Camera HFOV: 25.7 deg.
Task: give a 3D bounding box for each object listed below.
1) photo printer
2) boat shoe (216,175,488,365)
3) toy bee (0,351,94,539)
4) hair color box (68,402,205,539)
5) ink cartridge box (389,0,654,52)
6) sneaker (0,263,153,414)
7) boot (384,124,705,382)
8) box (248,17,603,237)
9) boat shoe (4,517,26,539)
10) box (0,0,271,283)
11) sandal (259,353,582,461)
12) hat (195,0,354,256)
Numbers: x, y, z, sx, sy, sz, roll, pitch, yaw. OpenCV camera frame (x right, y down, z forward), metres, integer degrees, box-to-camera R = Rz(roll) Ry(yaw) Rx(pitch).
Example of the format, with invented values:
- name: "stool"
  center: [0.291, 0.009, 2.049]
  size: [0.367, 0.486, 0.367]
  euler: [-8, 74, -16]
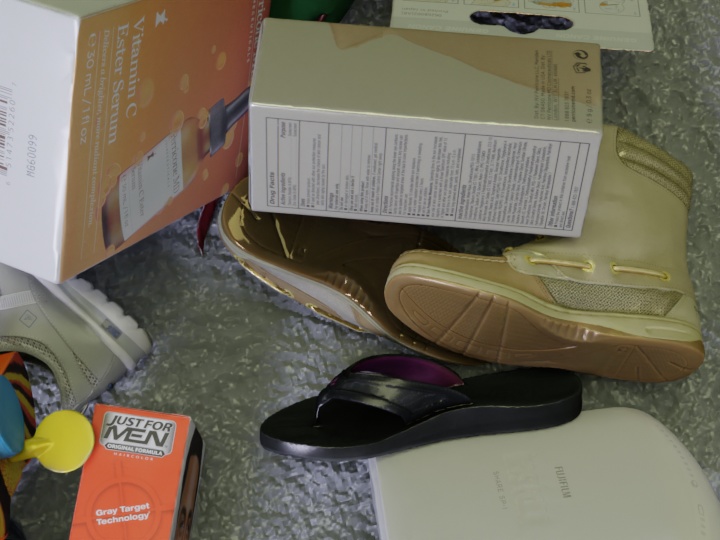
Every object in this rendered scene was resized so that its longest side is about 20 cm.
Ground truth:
- name: "photo printer"
  center: [0.110, 0.152, 0.919]
  size: [0.199, 0.070, 0.167]
  euler: [-7, 30, -1]
- name: "boat shoe"
  center: [0.000, 0.000, 1.002]
  size: [0.200, 0.066, 0.074]
  euler: [30, 76, -12]
- name: "toy bee"
  center: [-0.227, 0.118, 0.887]
  size: [0.131, 0.200, 0.109]
  euler: [-10, 99, 26]
- name: "hair color box"
  center: [-0.140, 0.188, 0.935]
  size: [0.061, 0.102, 0.201]
  euler: [7, 75, 2]
- name: "ink cartridge box"
  center: [0.101, -0.181, 1.010]
  size: [0.162, 0.050, 0.200]
  euler: [4, 42, 2]
- name: "sneaker"
  center: [-0.232, 0.016, 0.997]
  size: [0.200, 0.075, 0.082]
  euler: [34, 77, 9]
- name: "boot"
  center: [0.117, -0.021, 0.982]
  size: [0.199, 0.073, 0.156]
  euler: [10, 59, -7]
- name: "box"
  center: [0.036, -0.083, 0.924]
  size: [0.199, 0.095, 0.078]
  euler: [6, 50, 0]
- name: "boat shoe"
  center: [-0.225, 0.249, 0.941]
  size: [0.071, 0.091, 0.201]
  euler: [11, 101, -23]
- name: "box"
  center: [-0.149, -0.106, 0.899]
  size: [0.106, 0.200, 0.153]
  euler: [20, 118, 21]
- name: "sandal"
  center: [0.035, 0.074, 0.962]
  size: [0.200, 0.075, 0.048]
  euler: [-8, 109, -8]
- name: "hat"
  center: [-0.039, -0.148, 1.060]
  size: [0.199, 0.166, 0.176]
  euler: [-16, 118, 2]
